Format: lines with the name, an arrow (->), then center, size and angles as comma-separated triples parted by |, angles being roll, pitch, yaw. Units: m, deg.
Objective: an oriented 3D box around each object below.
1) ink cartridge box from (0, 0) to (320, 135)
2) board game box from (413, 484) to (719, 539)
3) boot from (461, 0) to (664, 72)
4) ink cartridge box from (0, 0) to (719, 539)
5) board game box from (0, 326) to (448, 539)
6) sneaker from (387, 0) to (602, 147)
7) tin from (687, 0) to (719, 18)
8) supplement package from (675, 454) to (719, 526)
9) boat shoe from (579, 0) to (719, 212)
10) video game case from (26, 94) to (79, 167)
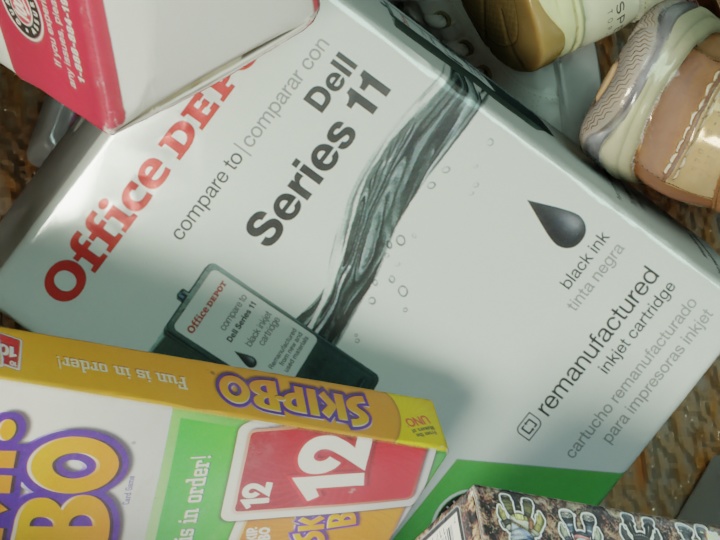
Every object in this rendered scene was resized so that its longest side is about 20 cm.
ink cartridge box -> -0.111, -0.149, 0.723 | 0.086, 0.148, 0.200 | -35, 46, -28
board game box -> 0.046, 0.191, 0.736 | 0.097, 0.159, 0.200 | 12, 52, -28
boot -> 0.080, -0.182, 0.834 | 0.155, 0.072, 0.200 | -23, 94, -17
ink cartridge box -> 0.000, 0.000, 0.818 | 0.200, 0.083, 0.147 | 35, 100, -10
board game box -> -0.082, 0.062, 0.733 | 0.200, 0.096, 0.030 | 13, 37, -26
sneaker -> 0.027, -0.100, 0.883 | 0.085, 0.073, 0.200 | -14, 87, -14
tin -> 0.167, -0.124, 0.992 | 0.112, 0.042, 0.200 | -22, 91, -26
supplement package -> 0.173, 0.126, 0.827 | 0.111, 0.200, 0.156 | 41, 60, -8
boat shoe -> 0.139, -0.044, 0.857 | 0.072, 0.076, 0.200 | 30, 18, 20
video game case -> -0.006, -0.091, 0.917 | 0.182, 0.024, 0.200 | 24, 65, -17
